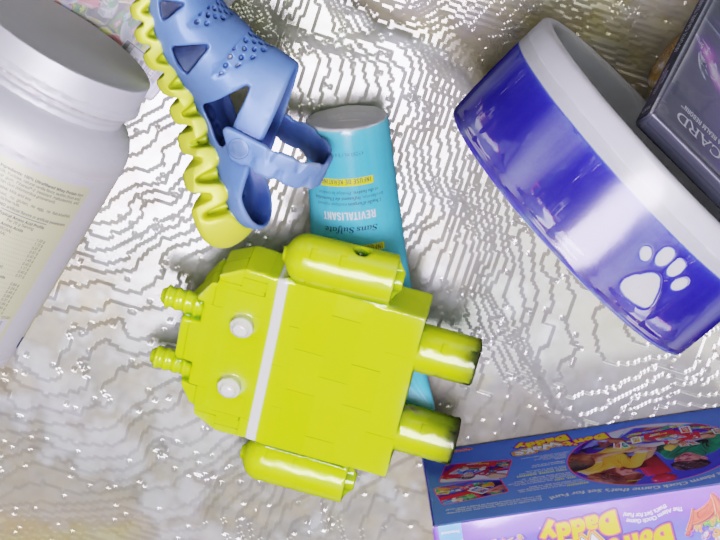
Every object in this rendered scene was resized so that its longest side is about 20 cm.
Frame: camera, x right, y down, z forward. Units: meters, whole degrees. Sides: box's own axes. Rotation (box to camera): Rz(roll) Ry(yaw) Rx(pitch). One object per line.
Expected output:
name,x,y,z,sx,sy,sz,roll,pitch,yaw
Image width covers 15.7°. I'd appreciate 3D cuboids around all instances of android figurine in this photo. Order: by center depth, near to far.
android figurine,-0.030,0.057,1.608,0.199,0.041,0.183,16,122,1

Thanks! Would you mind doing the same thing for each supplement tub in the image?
supplement tub,-0.224,-0.055,1.536,0.145,0.145,0.201,30,105,-9

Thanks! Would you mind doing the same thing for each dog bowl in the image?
dog bowl,0.148,-0.049,1.524,0.079,0.200,0.200,-43,102,12

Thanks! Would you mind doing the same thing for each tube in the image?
tube,0.000,0.000,1.617,0.077,0.050,0.201,0,111,14

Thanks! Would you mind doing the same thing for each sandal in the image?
sandal,-0.074,-0.114,1.538,0.087,0.080,0.201,-10,114,21

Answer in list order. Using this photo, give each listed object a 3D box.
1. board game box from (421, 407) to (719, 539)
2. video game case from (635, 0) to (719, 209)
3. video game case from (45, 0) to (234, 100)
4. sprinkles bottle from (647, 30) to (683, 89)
board game box,0.141,0.140,1.610,0.199,0.135,0.045,-8,105,1
video game case,0.243,-0.098,1.527,0.143,0.200,0.019,43,136,-12
video game case,-0.158,-0.218,1.563,0.200,0.018,0.143,39,102,-11
sprinkles bottle,0.263,-0.067,1.590,0.068,0.068,0.200,-43,102,10
